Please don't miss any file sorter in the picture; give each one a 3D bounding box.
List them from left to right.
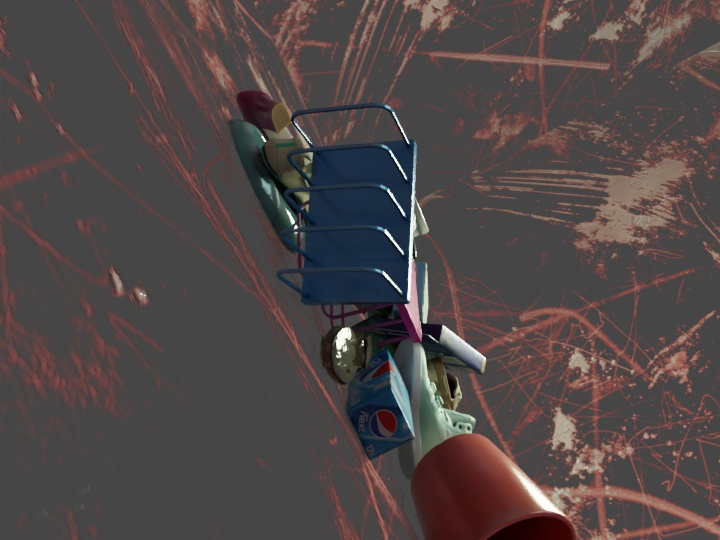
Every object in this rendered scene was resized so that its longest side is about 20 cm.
[{"bbox_3d":[-0.017,-0.074,0.877,0.123,0.135,0.206,40,50,-66],"label":"file sorter"},{"bbox_3d":[0.000,0.000,1.040,0.201,0.122,0.142,63,19,-51],"label":"file sorter"}]

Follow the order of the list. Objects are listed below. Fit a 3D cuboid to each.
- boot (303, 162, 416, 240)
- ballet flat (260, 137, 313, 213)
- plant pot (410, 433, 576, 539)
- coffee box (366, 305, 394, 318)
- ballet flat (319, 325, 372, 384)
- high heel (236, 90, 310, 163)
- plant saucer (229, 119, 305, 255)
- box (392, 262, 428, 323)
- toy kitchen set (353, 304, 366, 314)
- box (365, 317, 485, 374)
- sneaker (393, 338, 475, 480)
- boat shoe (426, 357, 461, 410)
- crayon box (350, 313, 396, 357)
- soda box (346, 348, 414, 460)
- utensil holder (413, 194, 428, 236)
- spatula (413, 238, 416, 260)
[{"bbox_3d":[0.000,-0.106,1.161,0.134,0.194,0.071,96,-17,-45],"label":"boot"},{"bbox_3d":[-0.076,-0.127,1.029,0.071,0.068,0.200,65,4,17],"label":"ballet flat"},{"bbox_3d":[0.163,0.336,1.020,0.203,0.198,0.178,61,-4,-38],"label":"plant pot"},{"bbox_3d":[0.050,0.035,1.315,0.201,0.043,0.126,82,25,-67],"label":"coffee box"},{"bbox_3d":[-0.024,0.100,0.924,0.200,0.045,0.070,12,83,-78],"label":"ballet flat"},{"bbox_3d":[-0.133,-0.180,1.158,0.095,0.067,0.203,27,-29,38],"label":"high heel"},{"bbox_3d":[-0.121,-0.119,1.037,0.200,0.027,0.204,-25,91,-86],"label":"plant saucer"},{"bbox_3d":[0.084,0.062,1.239,0.201,0.048,0.085,76,19,-67],"label":"box"},{"bbox_3d":[-0.047,-0.040,1.301,0.166,0.176,0.202,96,19,-46],"label":"toy kitchen set"},{"bbox_3d":[0.104,0.114,1.182,0.199,0.119,0.033,35,65,-50],"label":"box"},{"bbox_3d":[0.109,0.197,1.115,0.073,0.115,0.207,-3,-89,64],"label":"sneaker"},{"bbox_3d":[0.132,0.207,1.223,0.201,0.070,0.077,60,6,-51],"label":"boat shoe"},{"bbox_3d":[0.054,0.188,1.245,0.119,0.057,0.203,57,9,-61],"label":"crayon box"},{"bbox_3d":[0.025,0.165,0.971,0.069,0.063,0.200,64,4,-7],"label":"soda box"},{"bbox_3d":[0.011,-0.107,1.451,0.173,0.196,0.170,62,4,-7],"label":"utensil holder"},{"bbox_3d":[0.078,-0.113,1.311,0.057,0.020,0.206,106,-20,-67],"label":"spatula"}]
